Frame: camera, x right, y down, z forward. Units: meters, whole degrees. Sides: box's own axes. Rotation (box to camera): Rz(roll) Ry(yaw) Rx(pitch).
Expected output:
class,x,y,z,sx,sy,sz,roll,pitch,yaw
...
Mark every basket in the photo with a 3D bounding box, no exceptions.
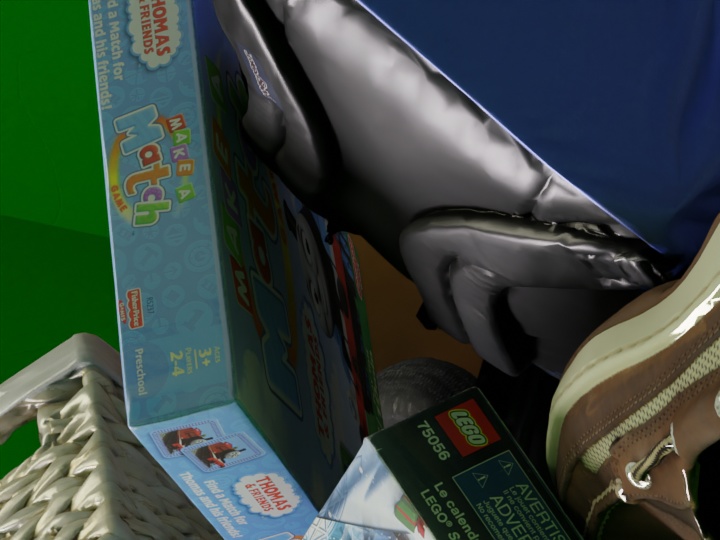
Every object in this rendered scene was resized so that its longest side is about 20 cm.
class,x,y,z,sx,sy,sz,roll,pitch,yaw
basket,-0.097,0.150,1.012,0.135,0.200,0.124,-36,37,12

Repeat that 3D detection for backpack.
class,x,y,z,sx,sy,sz,roll,pitch,yaw
backpack,0.059,-0.063,0.654,0.168,0.163,0.200,-42,-11,-14

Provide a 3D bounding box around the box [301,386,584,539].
class,x,y,z,sx,sy,sz,roll,pitch,yaw
box,0.022,0.139,0.648,0.137,0.040,0.200,56,147,18

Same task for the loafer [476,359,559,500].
class,x,y,z,sx,sy,sz,roll,pitch,yaw
loafer,0.066,0.087,0.741,0.068,0.070,0.201,127,151,-69

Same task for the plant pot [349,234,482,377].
class,x,y,z,sx,sy,sz,roll,pitch,yaw
plant pot,0.000,0.000,1.055,0.200,0.140,0.200,62,-169,-21

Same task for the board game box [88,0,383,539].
class,x,y,z,sx,sy,sz,roll,pitch,yaw
board game box,-0.031,0.017,0.743,0.200,0.036,0.152,59,-160,-59

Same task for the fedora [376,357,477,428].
class,x,y,z,sx,sy,sz,roll,pitch,yaw
fedora,0.031,0.130,0.877,0.201,0.091,0.201,-47,33,45

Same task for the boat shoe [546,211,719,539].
class,x,y,z,sx,sy,sz,roll,pitch,yaw
boat shoe,0.086,0.043,0.534,0.202,0.074,0.075,107,168,-62
